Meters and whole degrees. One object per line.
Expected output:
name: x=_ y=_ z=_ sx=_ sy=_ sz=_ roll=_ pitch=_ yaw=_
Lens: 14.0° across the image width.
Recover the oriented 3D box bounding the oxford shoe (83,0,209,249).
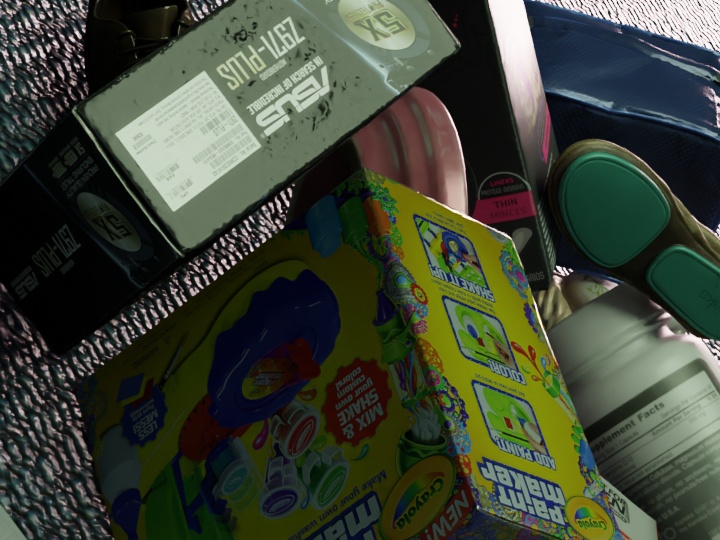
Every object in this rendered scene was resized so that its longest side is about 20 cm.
oxford shoe: x=-0.115 y=-0.094 z=1.552 sx=0.072 sy=0.085 sz=0.201 roll=-7 pitch=54 yaw=-13

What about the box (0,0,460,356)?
box: x=-0.074 y=-0.065 z=1.425 sx=0.200 sy=0.164 sz=0.086 roll=-38 pitch=92 yaw=-33

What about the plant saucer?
plant saucer: x=0.000 y=0.000 z=1.557 sx=0.051 sy=0.201 sz=0.201 roll=7 pitch=45 yaw=-18

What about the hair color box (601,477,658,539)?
hair color box: x=0.121 y=0.199 z=1.639 sx=0.101 sy=0.061 sz=0.201 roll=40 pitch=30 yaw=-27

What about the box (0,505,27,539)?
box: x=-0.215 y=0.104 z=1.210 sx=0.200 sy=0.041 sz=0.156 roll=52 pitch=26 yaw=-2

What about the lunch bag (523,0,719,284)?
lunch bag: x=0.159 y=-0.087 z=1.907 sx=0.199 sy=0.136 sz=0.133 roll=16 pitch=36 yaw=-9

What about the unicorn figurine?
unicorn figurine: x=0.193 y=0.031 z=1.945 sx=0.199 sy=0.074 sz=0.138 roll=18 pitch=32 yaw=-43

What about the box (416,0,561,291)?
box: x=0.041 y=-0.092 z=1.703 sx=0.106 sy=0.122 sz=0.201 roll=-72 pitch=150 yaw=-60

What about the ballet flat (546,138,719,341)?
ballet flat: x=0.167 y=-0.030 z=1.745 sx=0.200 sy=0.068 sz=0.072 roll=35 pitch=19 yaw=-37

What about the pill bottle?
pill bottle: x=0.188 y=0.112 z=1.797 sx=0.201 sy=0.114 sz=0.114 roll=58 pitch=26 yaw=8

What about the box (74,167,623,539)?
box: x=-0.007 y=0.096 z=1.387 sx=0.122 sy=0.200 sz=0.193 roll=23 pitch=38 yaw=-47
